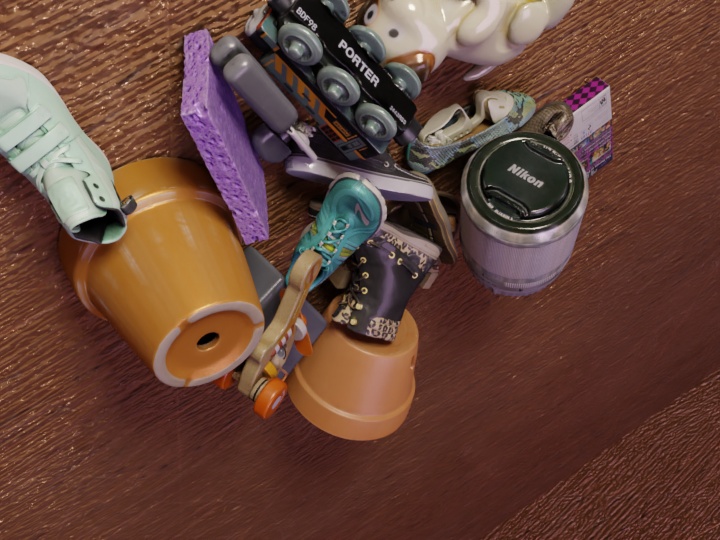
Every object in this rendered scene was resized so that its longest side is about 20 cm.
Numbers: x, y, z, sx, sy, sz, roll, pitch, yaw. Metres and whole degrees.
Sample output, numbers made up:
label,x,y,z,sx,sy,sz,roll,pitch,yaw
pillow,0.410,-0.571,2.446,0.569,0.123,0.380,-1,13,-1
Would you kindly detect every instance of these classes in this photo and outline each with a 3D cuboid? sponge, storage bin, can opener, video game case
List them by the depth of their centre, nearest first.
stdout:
label,x,y,z,sx,sy,sz,roll,pitch,yaw
can opener,-0.095,-0.158,0.791,0.066,0.053,0.200,-38,157,0
sponge,-0.134,-0.129,0.796,0.029,0.113,0.201,-11,145,4
storage bin,-0.131,0.072,1.032,0.134,0.145,0.200,-46,147,-5
video game case,0.305,-0.178,1.224,0.199,0.036,0.182,-37,146,-2

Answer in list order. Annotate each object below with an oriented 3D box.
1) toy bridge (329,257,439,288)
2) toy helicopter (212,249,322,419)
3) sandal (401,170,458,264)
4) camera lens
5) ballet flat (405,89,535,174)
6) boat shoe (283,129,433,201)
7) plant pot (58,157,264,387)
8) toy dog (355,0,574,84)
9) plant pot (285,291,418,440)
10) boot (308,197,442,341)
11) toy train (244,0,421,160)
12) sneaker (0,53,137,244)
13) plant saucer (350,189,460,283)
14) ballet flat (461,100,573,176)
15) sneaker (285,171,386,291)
label,x,y,z,sx,sy,sz,roll,pitch,yaw
toy bridge,0.047,-0.007,1.141,0.198,0.027,0.068,1,130,-43
toy helicopter,-0.085,0.063,0.909,0.132,0.078,0.202,-33,151,-62
sandal,0.102,-0.074,1.084,0.054,0.080,0.201,-51,147,-20
camera lens,0.211,-0.072,1.044,0.159,0.161,0.201,-32,155,-9
ballet flat,0.145,-0.195,1.025,0.199,0.074,0.075,-32,147,-12
boat shoe,0.004,-0.129,0.941,0.197,0.070,0.067,10,86,-23
plant pot,-0.197,0.015,0.842,0.198,0.184,0.201,-24,145,-19
toy dog,0.092,-0.276,0.839,0.198,0.141,0.194,-22,163,-21
plant pot,0.000,0.126,1.152,0.198,0.201,0.141,-11,137,-35
boot,0.000,0.000,1.037,0.198,0.073,0.152,20,97,-30
toy train,-0.027,-0.192,0.777,0.200,0.113,0.086,42,62,-25
sneaker,-0.273,-0.101,0.691,0.073,0.119,0.201,-37,146,3
plant saucer,0.064,-0.043,1.165,0.198,0.030,0.201,-25,144,-20
ballet flat,0.215,-0.160,1.093,0.067,0.047,0.199,32,135,-25
sneaker,-0.032,-0.035,0.914,0.080,0.077,0.200,-57,-178,-41
